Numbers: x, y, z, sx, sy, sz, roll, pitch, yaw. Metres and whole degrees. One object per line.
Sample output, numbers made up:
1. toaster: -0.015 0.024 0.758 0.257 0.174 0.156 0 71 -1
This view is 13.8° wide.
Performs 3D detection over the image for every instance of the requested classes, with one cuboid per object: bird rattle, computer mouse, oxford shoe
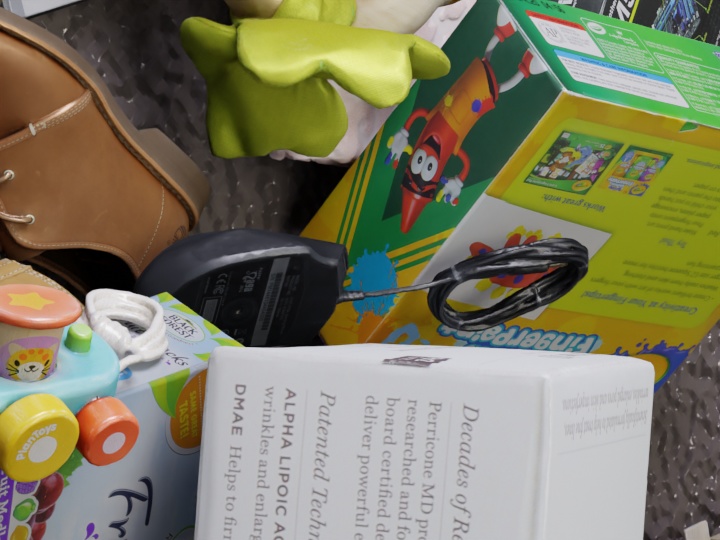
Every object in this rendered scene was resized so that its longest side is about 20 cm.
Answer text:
1. bird rattle: -0.032 -0.149 1.206 0.163 0.112 0.201 -26 91 -40
2. computer mouse: 0.000 0.000 1.209 0.199 0.034 0.059 -3 135 -25
3. oxford shoe: -0.135 -0.047 1.150 0.200 0.071 0.072 39 58 -38

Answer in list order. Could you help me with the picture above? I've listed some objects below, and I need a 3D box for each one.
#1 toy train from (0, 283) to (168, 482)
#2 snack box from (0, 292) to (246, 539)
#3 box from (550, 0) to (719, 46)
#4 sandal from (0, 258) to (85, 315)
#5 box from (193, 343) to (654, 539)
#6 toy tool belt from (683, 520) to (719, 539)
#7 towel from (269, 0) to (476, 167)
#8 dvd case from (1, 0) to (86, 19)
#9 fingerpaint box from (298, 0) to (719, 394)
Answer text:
1. toy train: -0.163 0.002 1.036 0.150 0.199 0.056 -82 -173 -57
2. snack box: -0.122 0.120 1.117 0.142 0.053 0.201 -21 132 -44
3. box: 0.166 -0.148 1.450 0.193 0.047 0.201 41 59 -44
4. sandal: -0.124 0.025 1.149 0.199 0.082 0.055 11 101 -47
5. box: 0.027 0.129 1.132 0.199 0.130 0.201 3 91 -74
6. toy tool belt: 0.210 0.167 1.457 0.200 0.124 0.124 -25 114 -43
7. towel: 0.029 -0.141 1.325 0.191 0.032 0.201 7 86 -52
8. dvd case: -0.094 -0.197 1.230 0.200 0.025 0.151 -23 106 -43
9. fingerpaint box: 0.091 -0.027 1.313 0.199 0.167 0.073 8 39 -44
